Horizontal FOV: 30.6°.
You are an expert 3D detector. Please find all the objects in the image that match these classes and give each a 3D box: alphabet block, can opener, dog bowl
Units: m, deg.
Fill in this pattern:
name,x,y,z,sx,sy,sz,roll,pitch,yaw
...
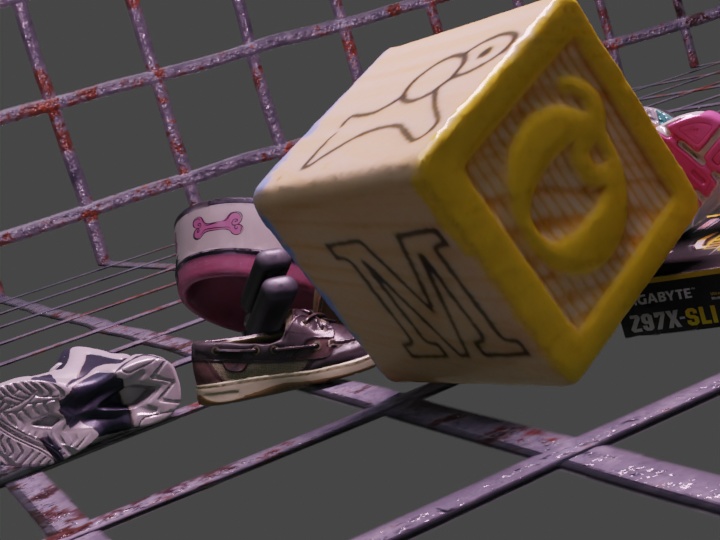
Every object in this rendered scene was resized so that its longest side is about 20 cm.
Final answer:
name,x,y,z,sx,sy,sz,roll,pitch,yaw
alphabet block,0.081,-0.049,0.943,0.200,0.196,0.195,-4,40,55
can opener,-0.075,0.034,1.214,0.067,0.053,0.200,-8,-20,-16
dog bowl,-0.091,0.005,1.296,0.200,0.074,0.200,7,-24,3

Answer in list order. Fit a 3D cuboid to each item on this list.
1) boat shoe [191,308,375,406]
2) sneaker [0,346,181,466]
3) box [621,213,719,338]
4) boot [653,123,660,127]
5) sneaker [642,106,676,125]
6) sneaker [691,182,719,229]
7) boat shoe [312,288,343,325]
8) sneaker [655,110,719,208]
name,x,y,z,sx,sy,sz,roll,pitch,yaw
boat shoe,-0.051,0.065,1.135,0.200,0.065,0.073,-16,6,-1
sneaker,-0.271,0.118,1.179,0.199,0.080,0.130,-20,7,-22
box,0.303,-0.009,0.987,0.159,0.049,0.200,-8,11,38
boot,0.258,-0.075,1.295,0.200,0.074,0.155,-11,42,-23
sneaker,0.441,-0.224,2.083,0.091,0.078,0.200,-17,9,-30
sneaker,0.341,-0.058,1.132,0.088,0.075,0.200,25,-11,14
boat shoe,0.000,0.000,1.166,0.074,0.200,0.066,20,33,1
sneaker,0.240,-0.060,1.080,0.087,0.074,0.200,-37,-18,-51
